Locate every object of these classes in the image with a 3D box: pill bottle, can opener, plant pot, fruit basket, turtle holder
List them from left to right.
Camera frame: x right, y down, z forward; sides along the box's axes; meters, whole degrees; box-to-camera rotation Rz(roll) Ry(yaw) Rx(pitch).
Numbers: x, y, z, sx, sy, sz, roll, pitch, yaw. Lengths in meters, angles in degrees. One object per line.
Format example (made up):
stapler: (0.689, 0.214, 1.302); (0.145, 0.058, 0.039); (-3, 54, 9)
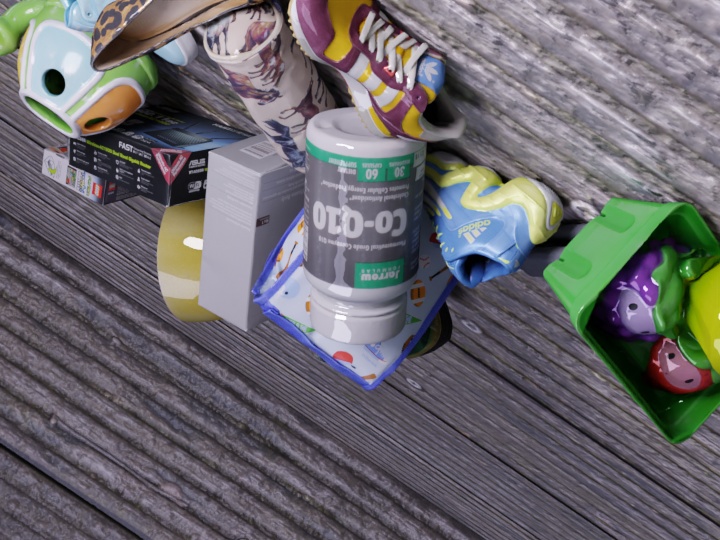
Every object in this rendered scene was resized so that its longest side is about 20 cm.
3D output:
turtle holder: (-0.322, -0.234, 1.275); (0.185, 0.132, 0.141); (39, 164, -18)
plant pot: (-0.160, -0.023, 1.550); (0.140, 0.202, 0.200); (6, 155, 21)
pill bottle: (0.002, -0.041, 1.080); (0.112, 0.113, 0.202); (22, 122, 36)
can opener: (0.164, -0.024, 1.086); (0.066, 0.053, 0.199); (42, 162, -26)
fruit basket: (0.274, 0.046, 0.933); (0.216, 0.156, 0.216); (44, 179, 1)

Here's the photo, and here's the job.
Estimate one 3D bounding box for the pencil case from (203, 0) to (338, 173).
pencil case: (-0.070, -0.171, 1.083); (0.077, 0.090, 0.200); (-4, 148, 23)

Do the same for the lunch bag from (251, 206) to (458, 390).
lunch bag: (0.000, 0.000, 1.220); (0.170, 0.201, 0.124); (38, 164, -19)

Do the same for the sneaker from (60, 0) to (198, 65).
sneaker: (-0.261, -0.265, 1.182); (0.199, 0.082, 0.074); (39, 165, -17)

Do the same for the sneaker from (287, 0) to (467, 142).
sneaker: (0.021, -0.173, 0.920); (0.089, 0.076, 0.200); (13, 161, 34)

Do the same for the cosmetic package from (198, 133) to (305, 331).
cosmetic package: (-0.118, -0.045, 1.321); (0.090, 0.106, 0.202); (23, 123, 31)

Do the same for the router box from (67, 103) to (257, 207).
router box: (-0.230, -0.141, 1.370); (0.199, 0.063, 0.149); (22, -154, 37)

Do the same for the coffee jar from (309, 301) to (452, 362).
coffee jar: (0.022, 0.052, 1.375); (0.199, 0.105, 0.085); (3, 150, -47)

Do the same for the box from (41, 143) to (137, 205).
box: (-0.296, -0.138, 1.482); (0.109, 0.035, 0.199); (27, -152, 26)

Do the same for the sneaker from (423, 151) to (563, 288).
sneaker: (0.089, -0.047, 1.075); (0.199, 0.106, 0.076); (15, 156, 50)

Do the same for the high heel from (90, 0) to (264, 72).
high heel: (-0.146, -0.215, 0.977); (0.199, 0.143, 0.071); (17, 158, 47)
